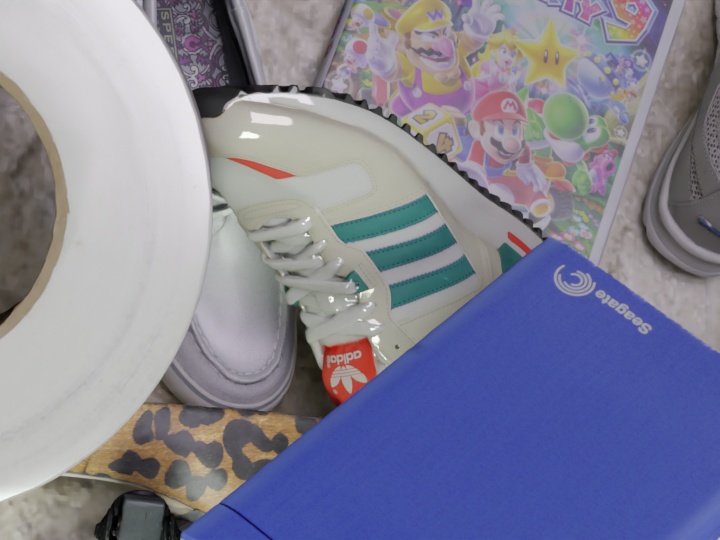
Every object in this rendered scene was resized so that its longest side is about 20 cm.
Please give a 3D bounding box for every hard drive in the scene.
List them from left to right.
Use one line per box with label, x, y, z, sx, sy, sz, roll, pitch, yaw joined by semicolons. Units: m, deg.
hard drive;0.052;0.080;0.998;0.132;0.025;0.200;36;54;24

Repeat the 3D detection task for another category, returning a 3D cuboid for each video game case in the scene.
video game case;0.056;-0.083;1.212;0.142;0.018;0.201;25;69;-12

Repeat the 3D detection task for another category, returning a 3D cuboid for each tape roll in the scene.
tape roll;-0.149;-0.024;0.955;0.201;0.139;0.204;0;93;-4

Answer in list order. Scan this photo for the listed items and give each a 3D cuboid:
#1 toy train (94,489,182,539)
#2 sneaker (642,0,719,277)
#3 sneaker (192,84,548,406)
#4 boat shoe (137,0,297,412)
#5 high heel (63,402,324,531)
toy train;-0.096;0.180;1.047;0.034;0.046;0.202;9;93;-6
sneaker;0.193;-0.091;1.229;0.074;0.082;0.201;26;69;-12
sneaker;0.000;0.000;1.088;0.199;0.070;0.094;32;66;-44
boat shoe;-0.059;-0.042;1.129;0.071;0.068;0.202;-1;76;-21
high heel;-0.102;0.031;1.076;0.142;0.071;0.201;-30;103;-7
